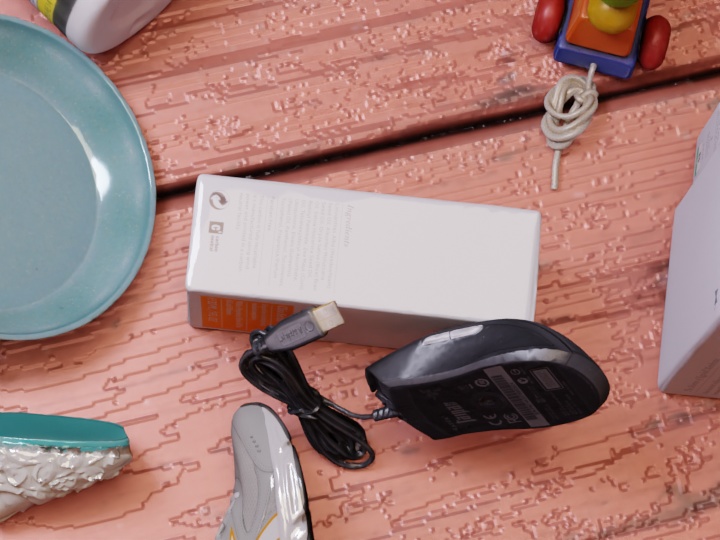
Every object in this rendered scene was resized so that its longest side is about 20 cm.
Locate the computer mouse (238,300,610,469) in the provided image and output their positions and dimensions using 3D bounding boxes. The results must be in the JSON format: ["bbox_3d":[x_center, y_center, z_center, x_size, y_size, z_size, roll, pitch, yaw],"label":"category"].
[{"bbox_3d":[0.032,0.045,1.343,0.199,0.140,0.046,-15,48,32],"label":"computer mouse"}]

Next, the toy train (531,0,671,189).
[{"bbox_3d":[0.150,-0.156,1.442,0.084,0.116,0.201,14,75,1],"label":"toy train"}]

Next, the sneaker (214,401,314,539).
[{"bbox_3d":[-0.069,0.175,1.368,0.092,0.076,0.201,-7,75,0],"label":"sneaker"}]

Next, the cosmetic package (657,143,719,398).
[{"bbox_3d":[0.286,0.005,1.365,0.199,0.199,0.123,6,76,-2],"label":"cosmetic package"}]

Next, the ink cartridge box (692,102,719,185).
[{"bbox_3d":[0.289,-0.077,1.386,0.160,0.200,0.050,7,74,-2],"label":"ink cartridge box"}]

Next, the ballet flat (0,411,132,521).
[{"bbox_3d":[-0.231,0.111,1.387,0.199,0.072,0.072,7,75,1],"label":"ballet flat"}]

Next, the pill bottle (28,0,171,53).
[{"bbox_3d":[-0.195,-0.237,1.445,0.200,0.114,0.114,43,77,8],"label":"pill bottle"}]

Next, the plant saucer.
[{"bbox_3d":[-0.216,-0.052,1.405,0.199,0.036,0.201,11,68,-29],"label":"plant saucer"}]

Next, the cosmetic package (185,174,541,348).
[{"bbox_3d":[0.000,0.000,1.402,0.199,0.101,0.072,6,76,-1],"label":"cosmetic package"}]
